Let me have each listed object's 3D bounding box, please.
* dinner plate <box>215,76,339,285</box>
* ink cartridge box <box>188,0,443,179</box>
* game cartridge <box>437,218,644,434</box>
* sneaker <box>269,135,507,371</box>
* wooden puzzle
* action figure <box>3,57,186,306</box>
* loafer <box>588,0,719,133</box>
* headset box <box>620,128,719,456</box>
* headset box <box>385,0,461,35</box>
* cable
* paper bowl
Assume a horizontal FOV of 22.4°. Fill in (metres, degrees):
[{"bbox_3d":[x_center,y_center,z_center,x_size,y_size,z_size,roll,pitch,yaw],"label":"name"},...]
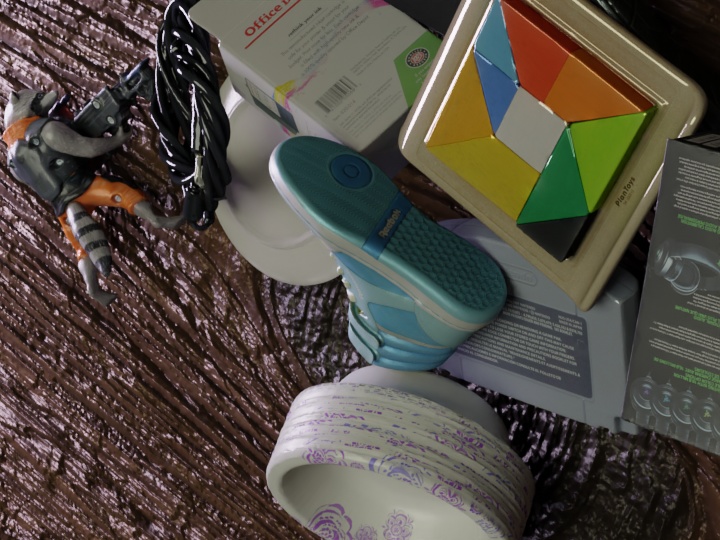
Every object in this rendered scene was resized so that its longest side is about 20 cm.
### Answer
[{"bbox_3d":[-0.063,-0.086,1.509,0.199,0.024,0.202,8,103,37],"label":"dinner plate"},{"bbox_3d":[-0.026,-0.162,1.398,0.200,0.117,0.067,40,164,26],"label":"ink cartridge box"},{"bbox_3d":[0.122,0.033,1.324,0.199,0.041,0.134,18,131,40],"label":"game cartridge"},{"bbox_3d":[0.000,0.000,1.328,0.200,0.080,0.131,40,141,6],"label":"sneaker"},{"bbox_3d":[0.118,-0.097,1.215,0.200,0.037,0.186,44,130,23],"label":"wooden puzzle"},{"bbox_3d":[-0.243,-0.093,1.604,0.194,0.104,0.200,49,127,9],"label":"action figure"},{"bbox_3d":[0.186,-0.134,1.226,0.200,0.072,0.063,44,117,-6],"label":"loafer"},{"bbox_3d":[0.260,0.013,1.167,0.092,0.173,0.202,19,110,35],"label":"headset box"},{"bbox_3d":[0.080,-0.266,1.301,0.199,0.092,0.175,35,119,28],"label":"headset box"},{"bbox_3d":[-0.144,-0.145,1.490,0.164,0.050,0.201,98,162,-56],"label":"cable"},{"bbox_3d":[0.036,0.148,1.385,0.199,0.201,0.105,-6,51,39],"label":"paper bowl"}]
